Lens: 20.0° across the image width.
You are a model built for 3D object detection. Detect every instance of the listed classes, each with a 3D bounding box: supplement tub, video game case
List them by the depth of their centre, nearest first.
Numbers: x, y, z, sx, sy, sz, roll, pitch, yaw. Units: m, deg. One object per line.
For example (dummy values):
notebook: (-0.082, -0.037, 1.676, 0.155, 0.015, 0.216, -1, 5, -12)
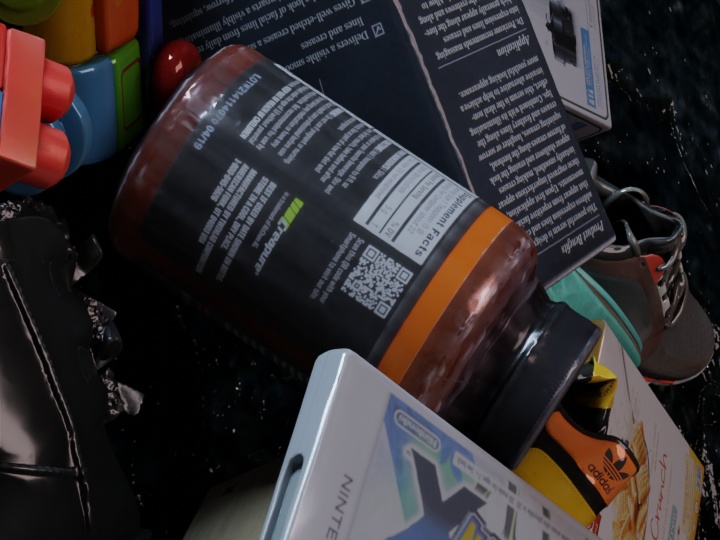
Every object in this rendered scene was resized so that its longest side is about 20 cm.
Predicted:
video game case: (0.032, 0.158, 0.787, 0.200, 0.022, 0.184, 38, 55, -31)
supplement tub: (0.000, 0.000, 0.855, 0.199, 0.107, 0.107, 34, 41, 7)

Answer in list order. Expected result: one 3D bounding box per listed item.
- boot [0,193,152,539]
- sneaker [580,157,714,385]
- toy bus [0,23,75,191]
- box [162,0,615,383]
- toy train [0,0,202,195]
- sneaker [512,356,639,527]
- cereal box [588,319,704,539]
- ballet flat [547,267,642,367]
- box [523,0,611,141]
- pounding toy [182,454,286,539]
boot: (-0.157, 0.062, 0.777, 0.198, 0.073, 0.164, -17, 91, -59)
sneaker: (0.160, 0.003, 1.185, 0.200, 0.081, 0.078, 36, 50, -37)
toy bus: (-0.192, -0.099, 0.725, 0.191, 0.135, 0.202, 14, 63, -36)
box: (0.006, -0.071, 0.970, 0.107, 0.148, 0.202, -29, 98, -52)
toy train: (-0.120, -0.137, 0.819, 0.116, 0.084, 0.202, -58, 151, -62)
sneaker: (0.078, 0.066, 0.951, 0.070, 0.090, 0.200, 54, 9, -23)
cereal box: (0.131, 0.131, 1.073, 0.200, 0.039, 0.145, 48, 48, -55)
ballet flat: (0.077, 0.004, 1.109, 0.200, 0.067, 0.071, 49, 67, -26)
box: (0.056, -0.147, 1.135, 0.199, 0.060, 0.118, 20, 60, -45)
pounding toy: (-0.015, 0.211, 0.864, 0.201, 0.141, 0.185, 55, 30, -18)
